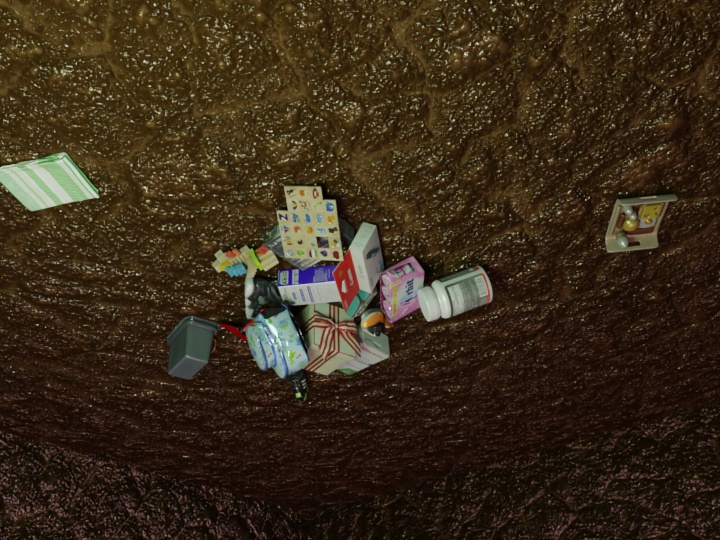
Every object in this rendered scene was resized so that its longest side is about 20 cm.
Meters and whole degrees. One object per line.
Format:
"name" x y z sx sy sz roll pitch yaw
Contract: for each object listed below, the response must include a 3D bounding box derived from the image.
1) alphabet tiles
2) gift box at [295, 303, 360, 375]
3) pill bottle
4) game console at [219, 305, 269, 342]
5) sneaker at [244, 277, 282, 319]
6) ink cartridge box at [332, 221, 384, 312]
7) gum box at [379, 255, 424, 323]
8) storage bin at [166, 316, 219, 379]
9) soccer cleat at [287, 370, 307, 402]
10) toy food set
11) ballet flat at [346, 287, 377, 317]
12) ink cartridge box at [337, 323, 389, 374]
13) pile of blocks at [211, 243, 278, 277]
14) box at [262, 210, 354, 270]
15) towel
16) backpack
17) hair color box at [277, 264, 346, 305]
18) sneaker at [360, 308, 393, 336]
"alphabet tiles" -0.131 -0.117 1.569 0.163 0.008 0.204 4 121 18
"gift box" -0.112 0.224 1.988 0.182 0.203 0.186 16 140 -33
"pill bottle" 0.272 0.070 1.813 0.196 0.115 0.115 -18 147 -9
"game console" -0.334 0.190 2.078 0.172 0.119 0.200 -44 136 3
"sneaker" -0.290 0.085 1.881 0.111 0.077 0.201 0 147 -9
"ink cartridge box" 0.000 0.000 1.693 0.044 0.178 0.201 19 151 21
"gum box" 0.121 0.055 1.831 0.112 0.067 0.202 -26 148 -15
"storage bin" -0.555 0.267 2.072 0.144 0.137 0.199 22 140 -30
"soccer cleat" -0.235 0.432 2.371 0.066 0.082 0.201 -6 145 6
"toy food set" 0.742 -0.122 1.661 0.140 0.061 0.201 -6 145 5
"ballet flat" 0.013 0.071 1.901 0.071 0.073 0.201 10 143 -17
"ink cartridge box" -0.016 0.272 2.154 0.198 0.084 0.146 -28 137 33
"pile of blocks" -0.324 -0.029 1.710 0.196 0.084 0.062 -11 145 13
"box" -0.137 -0.091 1.663 0.198 0.049 0.157 -28 138 32
"towel" -0.744 -0.205 1.487 0.196 0.024 0.153 -10 145 10
"backpack" -0.251 0.218 1.856 0.145 0.203 0.183 -27 178 -22
"hair color box" -0.137 0.044 1.843 0.195 0.066 0.110 -6 146 2
"sneaker" 0.033 0.158 1.940 0.090 0.078 0.199 1 -177 24
